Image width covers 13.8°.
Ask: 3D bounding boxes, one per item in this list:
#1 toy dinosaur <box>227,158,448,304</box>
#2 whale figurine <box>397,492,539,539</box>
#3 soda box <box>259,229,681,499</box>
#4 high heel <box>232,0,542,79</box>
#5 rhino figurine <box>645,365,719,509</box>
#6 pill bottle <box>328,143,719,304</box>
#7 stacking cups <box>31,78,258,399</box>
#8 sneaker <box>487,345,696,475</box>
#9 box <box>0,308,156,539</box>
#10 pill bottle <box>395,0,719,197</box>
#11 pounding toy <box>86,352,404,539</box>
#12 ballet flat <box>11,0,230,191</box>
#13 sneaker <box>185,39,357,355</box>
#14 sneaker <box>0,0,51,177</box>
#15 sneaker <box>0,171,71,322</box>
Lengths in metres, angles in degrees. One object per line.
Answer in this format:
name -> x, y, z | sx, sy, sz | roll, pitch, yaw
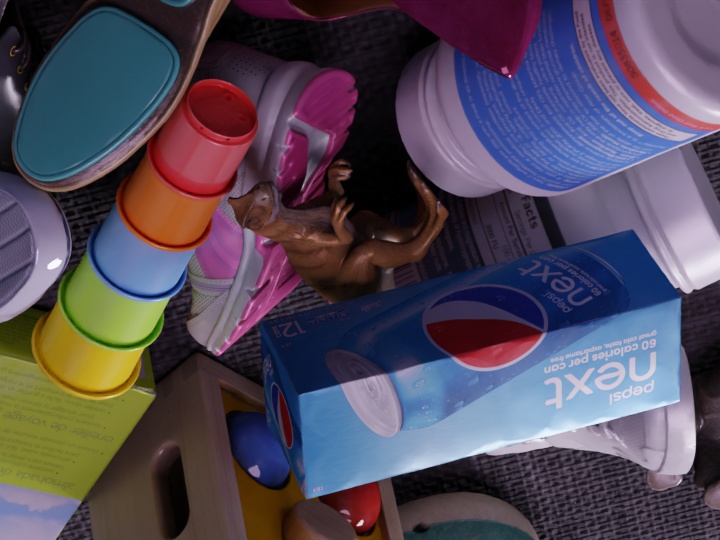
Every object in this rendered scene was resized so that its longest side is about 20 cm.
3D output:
toy dinosaur -> 0.000, 0.000, 1.488 | 0.106, 0.060, 0.200 | -38, 130, 2
whale figurine -> 0.060, 0.224, 1.807 | 0.158, 0.104, 0.200 | -16, 137, 2
soda box -> 0.055, 0.045, 1.463 | 0.199, 0.064, 0.068 | -14, 128, -14
high heel -> 0.004, -0.121, 1.396 | 0.067, 0.097, 0.200 | 17, 160, -37
rhino figurine -> 0.254, 0.065, 1.703 | 0.199, 0.088, 0.060 | -29, 113, 18
pill bottle -> 0.092, 0.000, 1.572 | 0.199, 0.120, 0.120 | -24, 136, 12
stacking cups -> -0.107, -0.015, 1.469 | 0.060, 0.061, 0.200 | 8, 141, -21
sneaker -> 0.115, 0.078, 1.634 | 0.115, 0.074, 0.200 | -2, 176, -6
box -> -0.211, 0.103, 1.659 | 0.122, 0.048, 0.200 | 16, 130, -26
pill bottle -> 0.106, -0.100, 1.440 | 0.112, 0.113, 0.200 | 21, 154, -31
pounding toy -> -0.033, 0.169, 1.659 | 0.142, 0.201, 0.184 | -39, 131, 25
ballet flat -> -0.091, -0.120, 1.410 | 0.200, 0.069, 0.063 | -54, 167, 12
sneaker -> -0.064, -0.043, 1.520 | 0.088, 0.081, 0.201 | 32, 135, 17
sneaker -> -0.173, -0.115, 1.433 | 0.106, 0.075, 0.200 | 6, 143, -25
sneaker -> -0.182, -0.012, 1.495 | 0.071, 0.073, 0.200 | -15, 180, -30
